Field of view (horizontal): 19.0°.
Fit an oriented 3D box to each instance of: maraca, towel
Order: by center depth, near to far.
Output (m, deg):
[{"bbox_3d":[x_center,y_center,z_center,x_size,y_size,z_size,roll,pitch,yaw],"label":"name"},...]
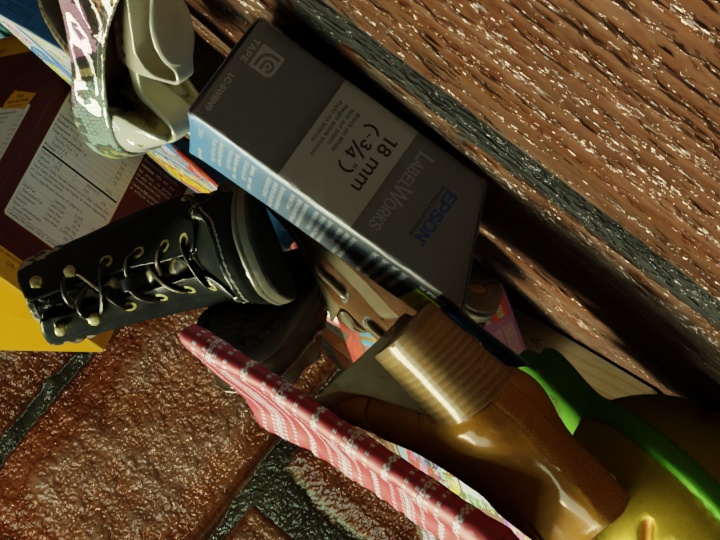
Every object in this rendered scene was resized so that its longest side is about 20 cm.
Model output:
[{"bbox_3d":[0.006,0.101,1.078,0.200,0.023,0.145,32,172,22],"label":"towel"},{"bbox_3d":[0.152,0.113,1.107,0.200,0.107,0.137,42,163,33],"label":"maraca"}]

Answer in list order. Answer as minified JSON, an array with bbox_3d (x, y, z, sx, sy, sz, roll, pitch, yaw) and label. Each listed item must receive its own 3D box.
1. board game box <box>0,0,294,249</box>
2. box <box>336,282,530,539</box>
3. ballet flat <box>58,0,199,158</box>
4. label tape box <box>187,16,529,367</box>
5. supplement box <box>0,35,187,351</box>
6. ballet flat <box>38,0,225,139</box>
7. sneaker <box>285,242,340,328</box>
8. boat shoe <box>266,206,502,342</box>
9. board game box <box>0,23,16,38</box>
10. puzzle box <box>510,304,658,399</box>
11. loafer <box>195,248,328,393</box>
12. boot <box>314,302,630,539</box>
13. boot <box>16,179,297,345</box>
[{"bbox_3d":[-0.135,-0.118,1.424,0.196,0.056,0.200,43,174,-33],"label":"board game box"},{"bbox_3d":[0.063,0.098,1.331,0.137,0.039,0.200,6,122,53],"label":"box"},{"bbox_3d":[-0.114,-0.109,1.106,0.071,0.069,0.200,36,154,22],"label":"ballet flat"},{"bbox_3d":[0.010,-0.034,1.073,0.200,0.063,0.144,36,175,-2],"label":"label tape box"},{"bbox_3d":[-0.246,-0.059,1.596,0.133,0.200,0.197,39,156,-32],"label":"supplement box"},{"bbox_3d":[-0.099,-0.108,1.229,0.200,0.067,0.046,34,169,-7],"label":"ballet flat"},{"bbox_3d":[0.033,0.026,1.414,0.200,0.074,0.087,49,160,3],"label":"sneaker"},{"bbox_3d":[0.000,0.000,1.255,0.076,0.072,0.200,6,-159,-37],"label":"boat shoe"},{"bbox_3d":[-0.272,-0.198,1.741,0.200,0.047,0.151,34,172,42],"label":"board game box"},{"bbox_3d":[0.145,0.080,1.316,0.133,0.025,0.200,43,174,-37],"label":"puzzle box"},{"bbox_3d":[-0.047,0.040,1.327,0.200,0.073,0.071,-58,-48,-72],"label":"loafer"},{"bbox_3d":[0.055,0.090,1.076,0.144,0.071,0.201,47,166,-2],"label":"boot"},{"bbox_3d":[-0.121,0.004,1.261,0.204,0.153,0.074,-124,12,-79],"label":"boot"}]
